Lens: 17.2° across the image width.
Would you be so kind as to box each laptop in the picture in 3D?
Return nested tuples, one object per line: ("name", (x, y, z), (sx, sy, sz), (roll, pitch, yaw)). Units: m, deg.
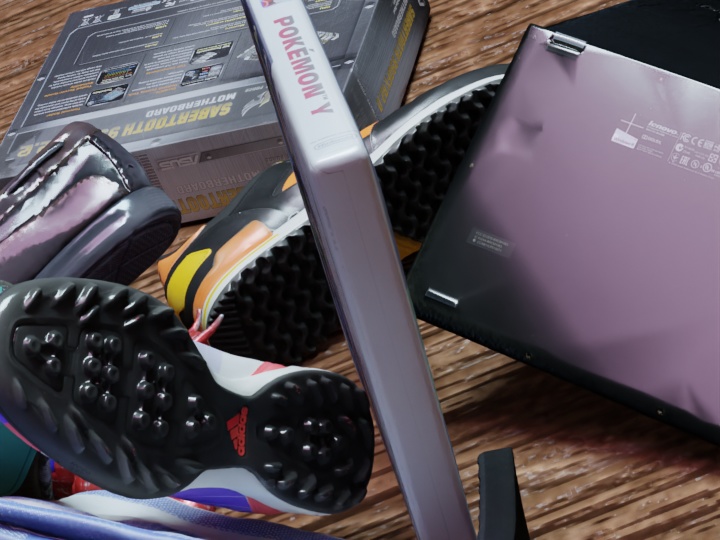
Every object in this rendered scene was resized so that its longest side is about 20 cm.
("laptop", (0.151, -0.026, 0.951), (0.187, 0.116, 0.201), (22, 81, 29))

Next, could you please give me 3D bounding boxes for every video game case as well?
("video game case", (0.000, 0.000, 0.881), (0.023, 0.201, 0.182), (-18, 32, -2))

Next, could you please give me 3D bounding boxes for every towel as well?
("towel", (-0.065, 0.092, 0.807), (0.146, 0.200, 0.024), (10, 85, 15))

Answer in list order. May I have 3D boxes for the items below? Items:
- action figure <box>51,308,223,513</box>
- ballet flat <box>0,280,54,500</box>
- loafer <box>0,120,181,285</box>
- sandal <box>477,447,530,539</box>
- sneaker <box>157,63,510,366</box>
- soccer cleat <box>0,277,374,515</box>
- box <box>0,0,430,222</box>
("action figure", (-0.110, 0.060, 0.991), (0.200, 0.065, 0.099), (20, 61, 48))
("ballet flat", (-0.149, 0.071, 0.901), (0.072, 0.201, 0.072), (10, 51, -12))
("loafer", (-0.166, 0.019, 0.959), (0.200, 0.072, 0.063), (-38, 75, -6))
("sandal", (0.062, 0.126, 0.783), (0.045, 0.075, 0.200), (-6, 32, 7))
("sneaker", (-0.004, -0.038, 1.060), (0.200, 0.070, 0.090), (-36, 37, -15))
("soccer cleat", (-0.075, 0.050, 0.828), (0.073, 0.200, 0.069), (-5, 75, 35))
("box", (-0.075, -0.089, 1.201), (0.199, 0.048, 0.159), (-11, 35, 21))
